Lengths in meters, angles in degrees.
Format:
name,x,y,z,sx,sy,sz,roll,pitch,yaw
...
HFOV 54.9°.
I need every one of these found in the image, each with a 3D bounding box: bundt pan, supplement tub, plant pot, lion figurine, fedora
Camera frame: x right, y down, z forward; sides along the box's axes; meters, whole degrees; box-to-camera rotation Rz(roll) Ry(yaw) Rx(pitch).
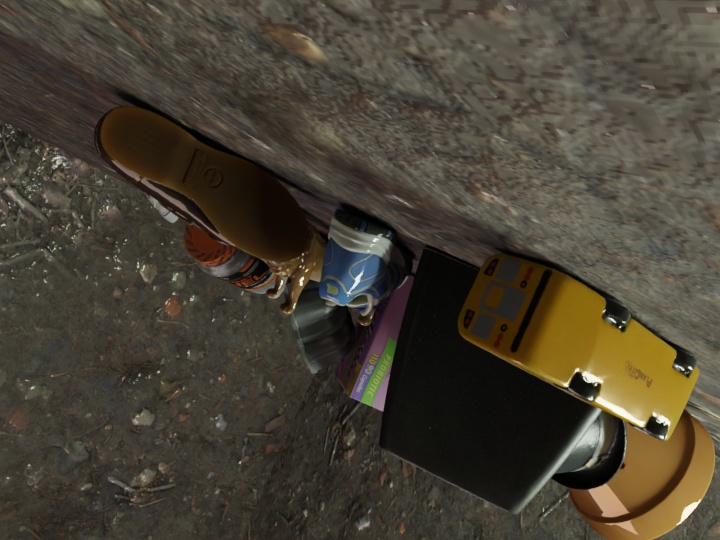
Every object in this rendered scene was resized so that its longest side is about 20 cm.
name,x,y,z,sx,sy,sz,roll,pitch,yaw
bundt pan,-0.059,0.040,0.996,0.075,0.205,0.202,-16,174,1
supplement tub,-0.205,-0.037,1.179,0.121,0.124,0.200,23,176,24
plant pot,0.118,0.111,0.669,0.198,0.179,0.200,23,177,7
lion figurine,-0.040,-0.007,0.839,0.198,0.124,0.072,7,-156,-37
plant pot,0.333,0.229,0.912,0.140,0.201,0.200,42,172,-15
fedora,0.211,0.178,0.813,0.091,0.204,0.200,-13,-164,-27

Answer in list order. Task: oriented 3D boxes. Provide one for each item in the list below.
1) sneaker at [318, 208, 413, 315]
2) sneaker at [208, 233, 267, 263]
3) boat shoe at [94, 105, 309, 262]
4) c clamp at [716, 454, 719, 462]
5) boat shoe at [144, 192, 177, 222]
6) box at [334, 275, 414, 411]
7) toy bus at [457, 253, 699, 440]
name,x,y,z,sx,sy,sz,roll,pitch,yaw
sneaker,0.000,0.000,0.668,0.075,0.078,0.200,22,177,17
sneaker,-0.128,-0.051,0.850,0.107,0.068,0.201,32,180,-17
boat shoe,-0.135,-0.074,0.603,0.199,0.071,0.070,36,166,-22
c clamp,0.869,0.461,1.809,0.198,0.027,0.171,26,-178,-26
boat shoe,-0.240,-0.105,0.866,0.065,0.073,0.200,31,174,-19
box,0.048,0.101,0.989,0.096,0.178,0.200,24,177,-7
toy bus,0.163,0.060,0.494,0.199,0.066,0.078,28,176,-38
